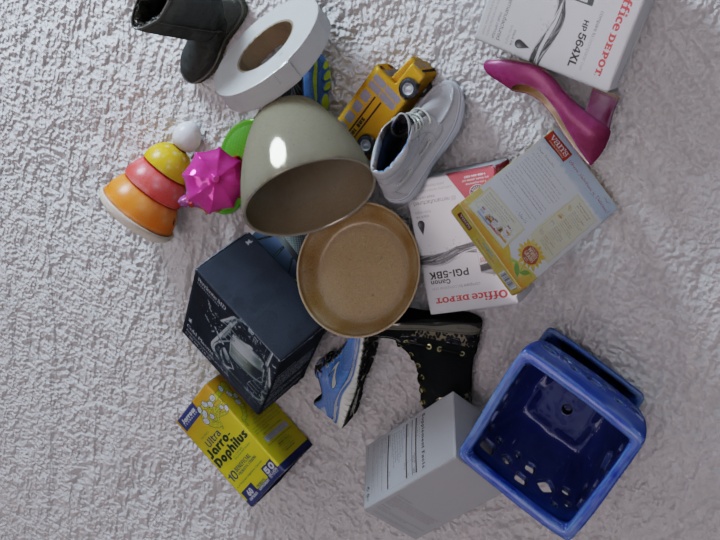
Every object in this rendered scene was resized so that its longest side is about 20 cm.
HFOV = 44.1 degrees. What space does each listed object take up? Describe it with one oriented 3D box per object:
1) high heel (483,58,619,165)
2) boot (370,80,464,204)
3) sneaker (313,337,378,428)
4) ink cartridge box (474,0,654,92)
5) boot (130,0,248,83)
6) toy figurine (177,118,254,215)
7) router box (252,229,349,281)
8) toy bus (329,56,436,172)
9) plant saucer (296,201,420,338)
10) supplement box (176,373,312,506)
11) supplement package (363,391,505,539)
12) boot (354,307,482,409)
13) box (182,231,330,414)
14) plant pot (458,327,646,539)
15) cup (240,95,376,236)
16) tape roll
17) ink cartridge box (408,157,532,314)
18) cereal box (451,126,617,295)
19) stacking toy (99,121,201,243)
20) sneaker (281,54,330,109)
[{"bbox_3d":[0.249,-0.221,1.219,0.196,0.067,0.098,23,95,11],"label":"high heel"},{"bbox_3d":[0.081,-0.198,1.248,0.072,0.096,0.203,20,77,27],"label":"boot"},{"bbox_3d":[-0.032,0.156,1.452,0.088,0.078,0.204,24,112,14],"label":"sneaker"},{"bbox_3d":[0.272,-0.343,1.176,0.197,0.084,0.149,26,113,17],"label":"ink cartridge box"},{"bbox_3d":[-0.273,-0.363,1.356,0.072,0.199,0.183,40,116,9],"label":"boot"},{"bbox_3d":[-0.223,-0.141,1.402,0.198,0.184,0.153,-27,92,28],"label":"toy figurine"},{"bbox_3d":[-0.078,-0.016,1.435,0.150,0.062,0.201,-43,84,28],"label":"router box"},{"bbox_3d":[0.026,-0.237,1.329,0.078,0.065,0.201,44,117,10],"label":"toy bus"},{"bbox_3d":[0.000,0.000,1.337,0.195,0.035,0.206,-3,81,19],"label":"plant saucer"},{"bbox_3d":[-0.201,0.283,1.545,0.200,0.109,0.109,45,117,8],"label":"supplement box"},{"bbox_3d":[0.113,0.302,1.369,0.120,0.121,0.199,35,126,-26],"label":"supplement package"},{"bbox_3d":[0.087,0.140,1.377,0.198,0.074,0.158,1,107,4],"label":"boot"},{"bbox_3d":[-0.171,0.087,1.425,0.200,0.123,0.198,44,144,12],"label":"box"},{"bbox_3d":[0.281,0.216,1.265,0.198,0.179,0.202,35,115,11],"label":"plant pot"},{"bbox_3d":[-0.089,-0.162,1.279,0.198,0.199,0.146,-32,63,28],"label":"cup"},{"bbox_3d":[-0.131,-0.320,1.314,0.199,0.206,0.037,-21,132,28],"label":"tape roll"},{"bbox_3d":[0.159,-0.048,1.306,0.144,0.083,0.205,-9,99,25],"label":"ink cartridge box"},{"bbox_3d":[0.239,-0.083,1.213,0.145,0.199,0.040,53,160,2],"label":"cereal box"},{"bbox_3d":[-0.331,-0.162,1.494,0.145,0.146,0.201,39,101,10],"label":"stacking toy"},{"bbox_3d":[-0.093,-0.242,1.389,0.082,0.070,0.205,21,114,39],"label":"sneaker"}]
